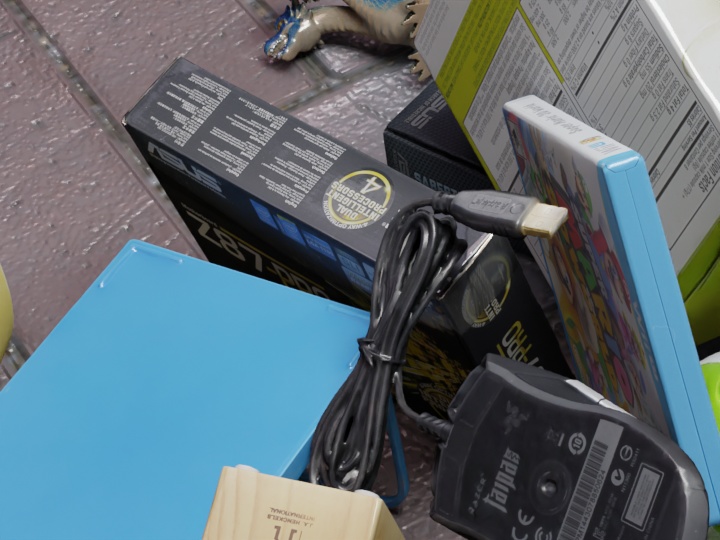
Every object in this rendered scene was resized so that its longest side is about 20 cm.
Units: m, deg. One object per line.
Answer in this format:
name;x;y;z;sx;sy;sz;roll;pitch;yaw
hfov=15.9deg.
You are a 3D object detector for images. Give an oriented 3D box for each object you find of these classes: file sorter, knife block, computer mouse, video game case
file sorter;-0.085;0.110;1.092;0.138;0.123;0.200;17;50;27
knife block;-0.034;0.171;0.942;0.064;0.200;0.177;11;71;14
computer mouse;0.072;0.047;0.977;0.199;0.046;0.141;17;91;45
video game case;0.101;0.010;1.033;0.018;0.144;0.200;-17;12;-5

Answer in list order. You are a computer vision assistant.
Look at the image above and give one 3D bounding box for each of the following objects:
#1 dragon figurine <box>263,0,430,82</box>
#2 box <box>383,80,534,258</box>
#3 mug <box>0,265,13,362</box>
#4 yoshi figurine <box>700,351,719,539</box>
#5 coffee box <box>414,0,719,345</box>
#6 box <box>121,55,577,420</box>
dragon figurine;0.041;-0.162;1.396;0.199;0.059;0.099;-28;46;-15
box;0.132;-0.085;1.300;0.157;0.051;0.200;26;56;31
mug;-0.241;0.046;1.210;0.153;0.188;0.149;-28;8;-29
yoshi figurine;0.170;0.097;1.056;0.112;0.112;0.201;33;78;0
coffee box;0.171;-0.104;1.139;0.199;0.200;0.199;-21;69;-23
box;0.000;0.000;1.158;0.199;0.162;0.049;29;69;34
